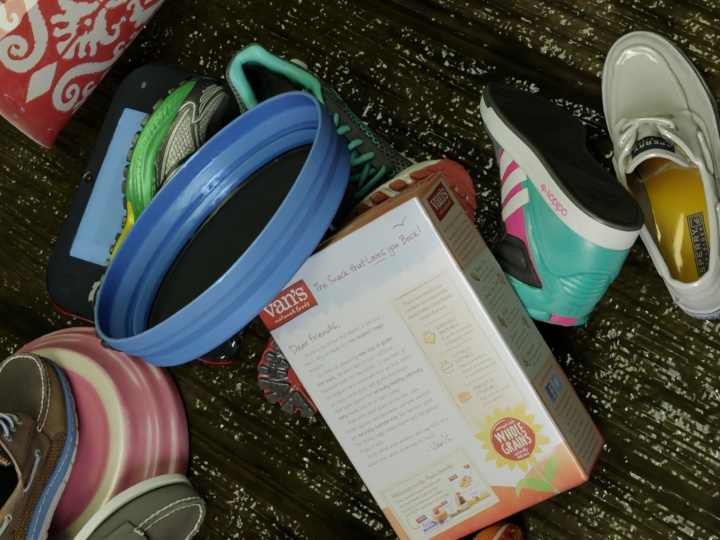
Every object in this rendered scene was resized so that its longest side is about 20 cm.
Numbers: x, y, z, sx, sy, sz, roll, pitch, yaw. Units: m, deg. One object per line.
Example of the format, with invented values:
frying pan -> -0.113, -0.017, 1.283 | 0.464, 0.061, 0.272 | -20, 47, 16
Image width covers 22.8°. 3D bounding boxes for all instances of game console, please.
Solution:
game console -> -0.132, -0.046, 1.305 | 0.176, 0.031, 0.202 | 16, 82, 31

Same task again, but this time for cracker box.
cracker box -> 0.041, 0.059, 1.094 | 0.133, 0.058, 0.201 | -28, 99, 27

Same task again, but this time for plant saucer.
plant saucer -> -0.218, 0.135, 1.277 | 0.199, 0.051, 0.203 | -9, 70, 24

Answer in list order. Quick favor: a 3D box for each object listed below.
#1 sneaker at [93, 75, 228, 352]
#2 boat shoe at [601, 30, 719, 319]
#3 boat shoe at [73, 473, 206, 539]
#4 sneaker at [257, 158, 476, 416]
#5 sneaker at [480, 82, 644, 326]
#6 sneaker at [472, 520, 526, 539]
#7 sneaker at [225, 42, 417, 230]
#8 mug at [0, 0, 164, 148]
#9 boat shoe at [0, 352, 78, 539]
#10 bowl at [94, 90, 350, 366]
sneaker -> -0.120, -0.036, 1.252 | 0.084, 0.078, 0.202 | 10, 87, 17
boat shoe -> 0.191, -0.069, 1.122 | 0.070, 0.070, 0.202 | -18, 66, 21
boat shoe -> -0.169, 0.207, 1.163 | 0.060, 0.073, 0.201 | 25, 46, 34
sneaker -> 0.000, 0.000, 1.170 | 0.200, 0.078, 0.082 | -48, 16, 24
sneaker -> 0.109, -0.030, 1.149 | 0.201, 0.083, 0.122 | -113, 41, -56
sneaker -> 0.039, 0.224, 1.067 | 0.077, 0.073, 0.200 | 8, 45, 37
sneaker -> -0.024, -0.082, 1.215 | 0.200, 0.091, 0.078 | 41, 90, 20
mug -> -0.232, -0.224, 1.361 | 0.200, 0.133, 0.177 | -47, 61, 2
boat shoe -> -0.238, 0.131, 1.194 | 0.072, 0.073, 0.201 | -11, 51, 14
bowl -> -0.085, -0.025, 1.122 | 0.200, 0.039, 0.201 | -38, 26, 22
